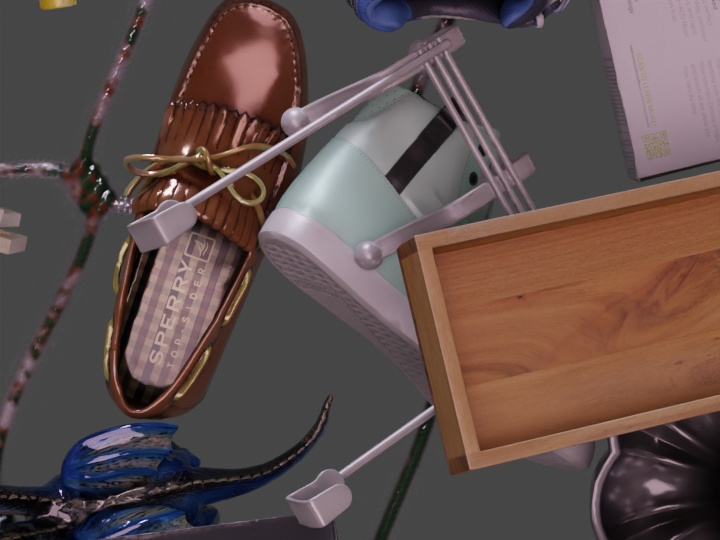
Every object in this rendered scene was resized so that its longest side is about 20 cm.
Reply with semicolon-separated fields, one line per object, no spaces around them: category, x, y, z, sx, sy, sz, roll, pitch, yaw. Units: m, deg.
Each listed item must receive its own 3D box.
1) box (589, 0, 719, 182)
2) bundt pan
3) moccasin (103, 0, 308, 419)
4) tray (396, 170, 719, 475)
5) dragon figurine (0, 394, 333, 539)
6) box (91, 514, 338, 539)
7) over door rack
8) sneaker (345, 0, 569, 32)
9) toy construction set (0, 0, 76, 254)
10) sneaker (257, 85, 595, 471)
box;0.208;-0.135;1.316;0.199;0.036;0.145;-13;97;0
bundt pan;0.198;0.105;1.313;0.201;0.076;0.203;-1;95;-8
moccasin;-0.075;-0.029;1.288;0.073;0.078;0.202;24;95;2
tray;0.123;0.016;1.182;0.199;0.037;0.099;-12;84;-16
dragon figurine;-0.105;0.104;1.285;0.199;0.099;0.059;-14;80;1
box;-0.105;0.160;1.266;0.199;0.160;0.045;-7;70;-3
over door rack;0.000;0.000;1.204;0.200;0.066;0.148;-35;98;-35
sneaker;0.080;-0.143;1.234;0.199;0.085;0.077;-14;132;-6
toy construction set;-0.184;-0.105;1.275;0.130;0.092;0.201;14;84;-5
sneaker;0.059;0.000;1.304;0.200;0.074;0.118;42;71;-20
